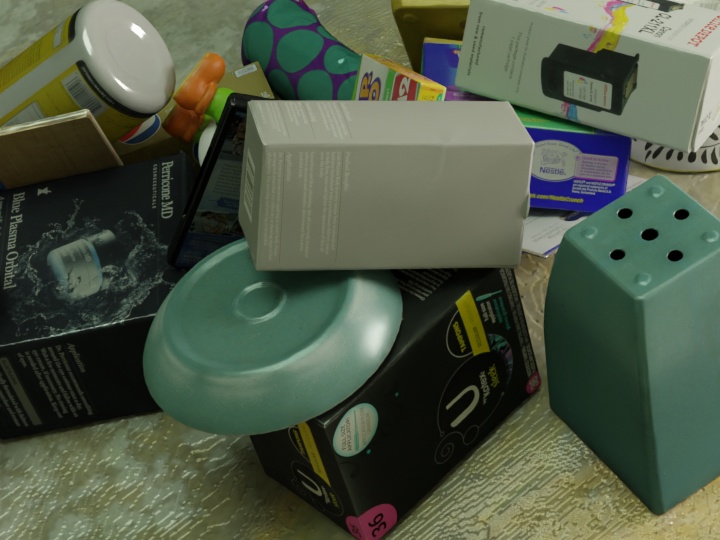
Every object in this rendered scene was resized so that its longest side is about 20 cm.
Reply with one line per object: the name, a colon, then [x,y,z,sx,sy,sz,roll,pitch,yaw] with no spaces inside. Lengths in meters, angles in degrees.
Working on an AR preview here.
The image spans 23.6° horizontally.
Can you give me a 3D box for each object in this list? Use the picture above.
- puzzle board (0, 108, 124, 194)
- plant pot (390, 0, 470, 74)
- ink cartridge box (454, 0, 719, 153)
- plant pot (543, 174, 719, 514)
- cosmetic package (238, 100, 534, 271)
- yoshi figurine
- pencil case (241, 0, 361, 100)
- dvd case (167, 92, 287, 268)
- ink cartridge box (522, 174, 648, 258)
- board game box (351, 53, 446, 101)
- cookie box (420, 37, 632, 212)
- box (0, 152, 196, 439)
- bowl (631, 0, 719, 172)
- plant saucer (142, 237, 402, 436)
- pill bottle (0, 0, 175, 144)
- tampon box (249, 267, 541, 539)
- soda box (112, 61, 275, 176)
puzzle board: [-0.281,-0.077,1.530,0.151,0.200,0.017,-12,63,6]
plant pot: [0.126,-0.265,1.600,0.200,0.200,0.176,2,58,19]
ink cartridge box: [0.198,-0.176,1.393,0.200,0.083,0.146,18,25,18]
plant pot: [0.219,0.042,1.260,0.141,0.200,0.141,-32,46,-13]
cosmetic package: [0.018,-0.062,1.249,0.200,0.107,0.090,-1,29,-14]
yoshi figurine: [-0.068,-0.115,1.537,0.200,0.112,0.112,36,18,-2]
pencil case: [-0.031,-0.187,1.638,0.092,0.085,0.200,-45,50,-6]
dvd case: [-0.059,-0.057,1.340,0.143,0.200,0.018,9,52,-16]
ink cartridge box: [0.122,-0.054,1.445,0.200,0.047,0.198,23,32,32]
board game box: [0.021,-0.119,1.402,0.030,0.096,0.200,10,11,-14]
cookie box: [0.132,-0.125,1.454,0.171,0.075,0.200,5,25,-1]
box: [-0.228,0.020,1.478,0.200,0.117,0.197,-11,45,5]
bowl: [0.301,-0.189,1.532,0.201,0.094,0.201,-8,46,9]
plant saucer: [-0.070,0.033,1.263,0.200,0.036,0.200,-11,42,10]
pill bottle: [-0.269,-0.148,1.538,0.200,0.112,0.112,-29,37,31]
tampon box: [0.018,0.077,1.323,0.200,0.150,0.126,-42,48,-22]
soda box: [-0.173,-0.122,1.630,0.200,0.068,0.064,-21,45,-3]
